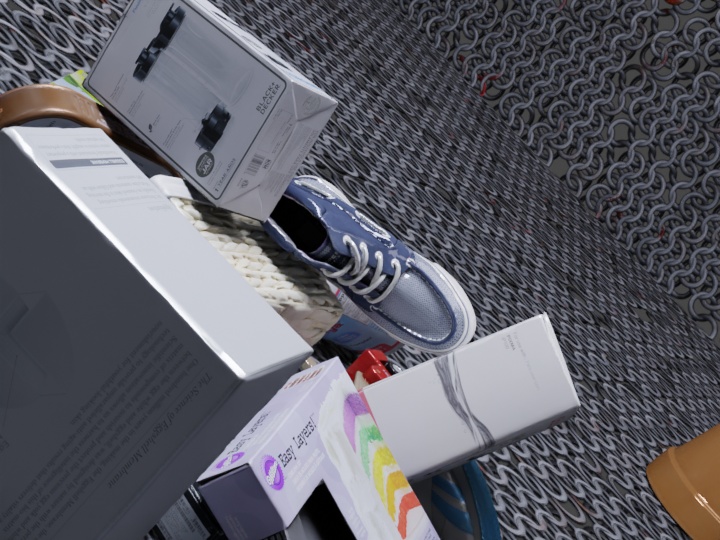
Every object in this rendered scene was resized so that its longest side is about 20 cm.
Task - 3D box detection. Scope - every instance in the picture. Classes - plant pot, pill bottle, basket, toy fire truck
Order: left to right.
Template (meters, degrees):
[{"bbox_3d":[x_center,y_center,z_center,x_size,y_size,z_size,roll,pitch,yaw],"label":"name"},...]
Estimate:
[{"bbox_3d":[-0.121,0.022,1.308,0.123,0.136,0.200,51,17,20],"label":"basket"},{"bbox_3d":[-0.034,0.009,1.598,0.200,0.109,0.109,25,23,-46],"label":"pill bottle"},{"bbox_3d":[0.003,0.119,1.512,0.200,0.049,0.141,51,18,22],"label":"toy fire truck"},{"bbox_3d":[0.488,0.280,2.105,0.200,0.140,0.200,40,16,-14],"label":"plant pot"}]

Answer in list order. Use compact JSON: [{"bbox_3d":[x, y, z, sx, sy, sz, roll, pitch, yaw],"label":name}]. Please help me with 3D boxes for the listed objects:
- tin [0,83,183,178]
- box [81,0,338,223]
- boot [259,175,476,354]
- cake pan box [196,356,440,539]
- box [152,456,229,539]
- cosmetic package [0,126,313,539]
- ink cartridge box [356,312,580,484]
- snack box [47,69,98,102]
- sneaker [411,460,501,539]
[{"bbox_3d":[-0.230,-0.082,1.350,0.200,0.112,0.042,27,22,-43],"label":"tin"},{"bbox_3d":[-0.122,-0.141,1.293,0.200,0.117,0.060,39,13,35],"label":"box"},{"bbox_3d":[0.000,0.000,1.306,0.200,0.073,0.090,38,14,11],"label":"boot"},{"bbox_3d":[-0.021,0.180,1.149,0.185,0.052,0.200,60,25,-7],"label":"cake pan box"},{"bbox_3d":[-0.102,0.144,1.196,0.159,0.046,0.200,52,18,25],"label":"box"},{"bbox_3d":[-0.174,0.054,0.971,0.200,0.199,0.123,46,16,10],"label":"cosmetic package"},{"bbox_3d":[0.071,0.115,1.324,0.147,0.199,0.083,65,3,-80],"label":"ink cartridge box"},{"bbox_3d":[-0.219,-0.093,1.514,0.200,0.053,0.142,42,17,-4],"label":"snack box"},{"bbox_3d":[0.065,0.194,1.428,0.201,0.081,0.076,68,12,11],"label":"sneaker"}]
